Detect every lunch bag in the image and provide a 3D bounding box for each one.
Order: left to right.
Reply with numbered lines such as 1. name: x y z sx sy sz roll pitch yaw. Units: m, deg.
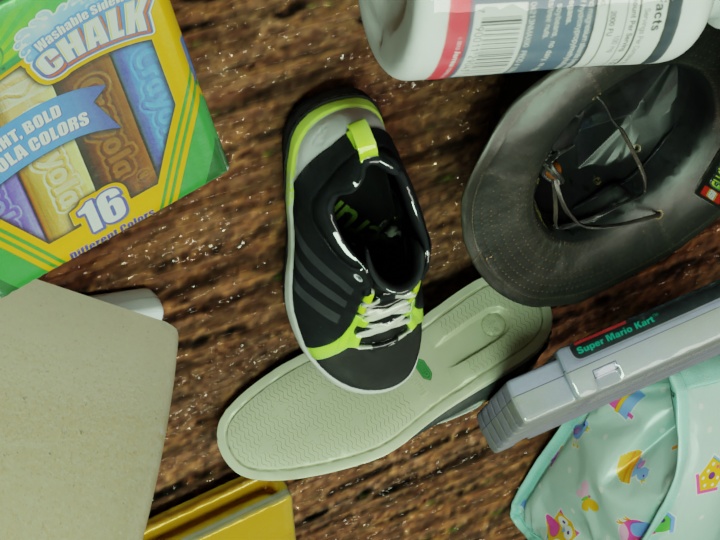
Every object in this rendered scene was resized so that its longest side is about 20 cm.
1. lunch bag: 0.210 0.112 1.669 0.169 0.122 0.201 -7 138 -33

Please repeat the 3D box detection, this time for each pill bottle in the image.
1. pill bottle: 0.105 -0.155 1.283 0.199 0.120 0.120 -5 133 -16

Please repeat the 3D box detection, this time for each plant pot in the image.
1. plant pot: -0.210 0.121 1.220 0.199 0.178 0.200 20 135 -30

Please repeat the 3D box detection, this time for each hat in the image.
1. hat: 0.129 -0.079 1.446 0.199 0.081 0.201 -17 135 -18

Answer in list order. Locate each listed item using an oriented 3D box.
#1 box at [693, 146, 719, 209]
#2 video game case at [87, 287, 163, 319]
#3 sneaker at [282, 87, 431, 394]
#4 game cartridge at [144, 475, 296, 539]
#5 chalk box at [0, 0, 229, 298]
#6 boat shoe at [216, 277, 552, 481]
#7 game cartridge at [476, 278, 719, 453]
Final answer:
1. box: 0.222 -0.107 1.309 0.110 0.035 0.200 -58 175 -21
2. video game case: -0.209 0.096 1.395 0.199 0.023 0.183 -8 132 -33
3. sneaker: 0.000 0.000 1.399 0.071 0.083 0.201 -23 131 -12
4. game cartridge: -0.117 0.215 1.580 0.175 0.032 0.201 -24 144 -18
5. chalk box: -0.155 -0.112 1.149 0.123 0.125 0.201 -29 142 -11
6. boat shoe: 0.015 0.069 1.513 0.199 0.072 0.068 -24 166 -9
7. game cartridge: 0.165 0.041 1.500 0.199 0.039 0.130 -23 167 -10
